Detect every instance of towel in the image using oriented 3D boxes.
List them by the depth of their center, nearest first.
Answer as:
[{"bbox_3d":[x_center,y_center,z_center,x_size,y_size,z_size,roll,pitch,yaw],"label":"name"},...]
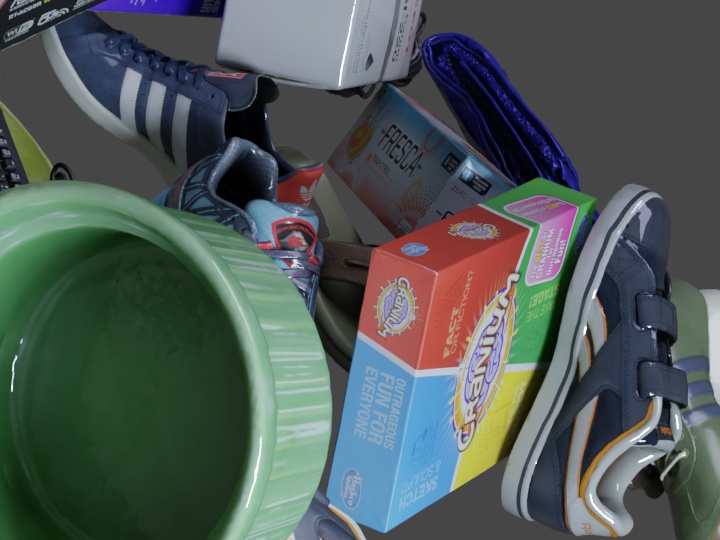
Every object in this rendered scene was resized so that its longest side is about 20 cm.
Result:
[{"bbox_3d":[0.113,-0.066,1.800,0.148,0.049,0.200,59,2,27],"label":"towel"}]

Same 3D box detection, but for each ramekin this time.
[{"bbox_3d":[-0.110,0.061,1.213,0.200,0.200,0.098,51,19,17],"label":"ramekin"}]

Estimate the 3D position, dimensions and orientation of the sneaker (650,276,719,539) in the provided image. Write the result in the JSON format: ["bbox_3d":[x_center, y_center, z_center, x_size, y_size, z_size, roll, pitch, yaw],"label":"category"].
[{"bbox_3d":[0.177,0.081,1.628,0.090,0.067,0.200,19,46,-20],"label":"sneaker"}]

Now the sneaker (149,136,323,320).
[{"bbox_3d":[-0.061,0.005,1.477,0.079,0.096,0.200,19,34,-40],"label":"sneaker"}]

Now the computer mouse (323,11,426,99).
[{"bbox_3d":[0.005,-0.222,1.863,0.053,0.200,0.138,13,15,24],"label":"computer mouse"}]

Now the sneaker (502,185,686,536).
[{"bbox_3d":[0.152,0.055,1.557,0.079,0.200,0.078,19,1,27],"label":"sneaker"}]

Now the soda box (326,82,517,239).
[{"bbox_3d":[0.043,-0.052,1.674,0.064,0.068,0.200,35,6,-21],"label":"soda box"}]

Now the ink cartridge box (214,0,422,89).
[{"bbox_3d":[-0.015,-0.191,1.690,0.085,0.146,0.200,13,9,9],"label":"ink cartridge box"}]

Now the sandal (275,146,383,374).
[{"bbox_3d":[-0.001,-0.001,1.615,0.080,0.057,0.201,2,50,-54],"label":"sandal"}]

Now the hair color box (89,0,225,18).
[{"bbox_3d":[-0.151,-0.199,1.654,0.109,0.065,0.200,26,17,27],"label":"hair color box"}]

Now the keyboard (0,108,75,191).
[{"bbox_3d":[-0.172,-0.032,1.370,0.104,0.040,0.200,17,37,-42],"label":"keyboard"}]

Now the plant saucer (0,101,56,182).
[{"bbox_3d":[-0.235,-0.054,1.393,0.200,0.031,0.200,34,26,-19],"label":"plant saucer"}]

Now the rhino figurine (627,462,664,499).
[{"bbox_3d":[0.120,0.058,1.695,0.087,0.060,0.200,21,37,-38],"label":"rhino figurine"}]

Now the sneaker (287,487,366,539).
[{"bbox_3d":[-0.056,0.129,1.319,0.200,0.078,0.079,56,31,1],"label":"sneaker"}]

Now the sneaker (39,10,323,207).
[{"bbox_3d":[-0.100,-0.102,1.598,0.200,0.085,0.075,46,25,5],"label":"sneaker"}]

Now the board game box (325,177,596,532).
[{"bbox_3d":[0.057,0.043,1.512,0.040,0.153,0.200,20,22,24],"label":"board game box"}]

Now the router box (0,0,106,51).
[{"bbox_3d":[-0.210,-0.222,1.497,0.150,0.062,0.200,-30,70,-30],"label":"router box"}]
